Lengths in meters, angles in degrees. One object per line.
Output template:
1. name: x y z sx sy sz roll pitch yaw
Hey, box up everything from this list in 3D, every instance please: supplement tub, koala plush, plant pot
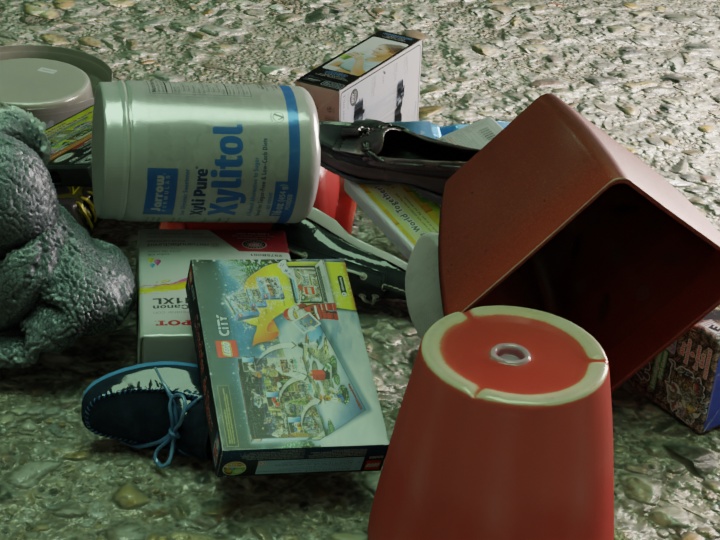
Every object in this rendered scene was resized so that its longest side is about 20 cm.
1. supplement tub: -0.146 -0.110 1.513 0.199 0.132 0.132 -1 29 -15
2. koala plush: -0.304 -0.034 1.426 0.183 0.201 0.177 -7 24 20
3. plant pot: 0.183 -0.032 1.416 0.200 0.200 0.177 30 28 -37
4. plant pot: 0.108 0.137 1.241 0.200 0.178 0.201 3 28 -2

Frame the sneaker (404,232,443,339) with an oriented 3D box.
1. sneaker: 0.110 0.055 1.464 0.088 0.075 0.200 -5 60 -37

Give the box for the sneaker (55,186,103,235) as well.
1. sneaker: -0.285 -0.077 1.654 0.084 0.075 0.200 -19 29 6

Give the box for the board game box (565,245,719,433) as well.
1. board game box: 0.311 0.044 1.521 0.159 0.097 0.200 -16 35 -33

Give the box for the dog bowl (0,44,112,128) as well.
1. dog bowl: -0.390 -0.204 1.911 0.199 0.059 0.200 4 29 -2

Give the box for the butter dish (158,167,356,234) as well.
1. butter dish: -0.101 -0.113 1.694 0.199 0.148 0.200 6 28 2

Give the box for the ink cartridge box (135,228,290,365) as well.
1. ink cartridge box: -0.130 0.043 1.473 0.145 0.083 0.200 0 28 -9

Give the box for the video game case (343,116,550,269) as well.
1. video game case: 0.112 -0.060 1.595 0.182 0.023 0.200 -24 51 -23

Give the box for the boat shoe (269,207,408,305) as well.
1. boat shoe: 0.000 0.000 1.592 0.200 0.060 0.076 29 -3 13

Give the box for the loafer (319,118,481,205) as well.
1. loafer: 0.041 -0.118 1.589 0.199 0.063 0.072 19 50 16

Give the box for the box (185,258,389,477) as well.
1. box: -0.063 0.075 1.332 0.136 0.038 0.200 0 48 -16

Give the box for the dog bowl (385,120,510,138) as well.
1. dog bowl: 0.080 -0.140 1.821 0.199 0.050 0.111 -2 2 -31

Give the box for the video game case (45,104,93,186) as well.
1. video game case: -0.267 -0.135 1.672 0.180 0.026 0.200 3 28 40

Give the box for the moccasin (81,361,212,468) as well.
1. moccasin: -0.130 0.119 1.342 0.199 0.081 0.068 -1 34 -9

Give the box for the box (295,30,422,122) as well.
1. box: -0.001 -0.194 1.891 0.060 0.117 0.200 17 32 25
